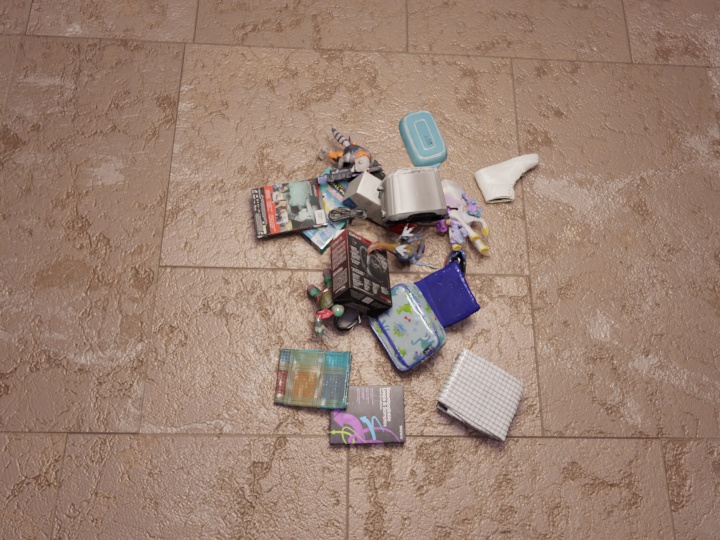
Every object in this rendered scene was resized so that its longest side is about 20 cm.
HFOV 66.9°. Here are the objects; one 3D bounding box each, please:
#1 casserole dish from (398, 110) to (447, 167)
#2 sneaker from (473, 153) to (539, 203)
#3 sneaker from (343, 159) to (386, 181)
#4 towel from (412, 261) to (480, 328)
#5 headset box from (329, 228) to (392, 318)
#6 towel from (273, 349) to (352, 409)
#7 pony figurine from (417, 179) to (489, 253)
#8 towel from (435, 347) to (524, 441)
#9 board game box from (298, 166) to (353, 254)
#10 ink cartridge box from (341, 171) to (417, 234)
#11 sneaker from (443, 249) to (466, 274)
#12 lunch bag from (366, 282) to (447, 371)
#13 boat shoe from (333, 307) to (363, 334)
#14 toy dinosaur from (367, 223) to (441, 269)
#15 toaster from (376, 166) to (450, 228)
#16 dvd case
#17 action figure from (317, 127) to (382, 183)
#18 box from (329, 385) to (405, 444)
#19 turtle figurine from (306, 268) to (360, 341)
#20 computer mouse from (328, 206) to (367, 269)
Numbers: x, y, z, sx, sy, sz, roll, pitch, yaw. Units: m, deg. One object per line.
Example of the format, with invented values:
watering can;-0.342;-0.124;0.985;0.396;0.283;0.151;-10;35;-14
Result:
casserole dish;0.191;-0.402;1.645;0.119;0.039;0.204;-18;76;-8
sneaker;0.445;-0.262;1.605;0.196;0.074;0.118;-19;76;2
sneaker;0.031;-0.248;1.579;0.103;0.060;0.202;-29;71;-13
towel;0.204;0.083;1.457;0.198;0.049;0.150;-29;80;19
headset box;0.000;0.000;1.403;0.147;0.077;0.203;25;44;-35
towel;-0.123;0.278;1.409;0.195;0.022;0.150;1;72;11
pony figurine;0.263;-0.148;1.519;0.190;0.167;0.203;3;50;-29
towel;0.306;0.323;1.413;0.197;0.086;0.168;28;75;3
board game box;-0.099;-0.173;1.554;0.150;0.047;0.201;40;75;8
ink cartridge box;0.061;-0.181;1.500;0.197;0.116;0.068;28;73;-18
sneaker;0.251;0.031;1.497;0.074;0.079;0.204;9;73;0
lunch bag;0.118;0.149;1.423;0.160;0.082;0.202;-39;74;27
boat shoe;-0.001;0.084;1.476;0.074;0.060;0.200;40;75;9
toy dinosaur;0.123;-0.065;1.470;0.195;0.182;0.107;5;78;6
toaster;0.140;-0.190;1.407;0.196;0.114;0.132;-8;84;-16
dvd case;-0.198;-0.174;1.514;0.196;0.022;0.149;-11;72;-4
action figure;-0.046;-0.316;1.520;0.197;0.106;0.193;-20;38;-26
box;0.018;0.370;1.404;0.195;0.036;0.146;-1;73;-4
turtle figurine;-0.071;0.082;1.410;0.148;0.102;0.201;-29;38;-6
computer mouse;-0.041;-0.071;1.488;0.107;0.044;0.205;5;98;1
